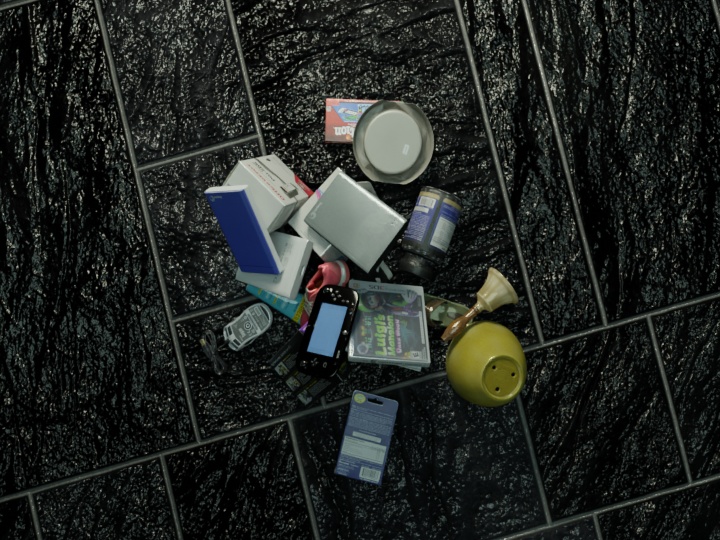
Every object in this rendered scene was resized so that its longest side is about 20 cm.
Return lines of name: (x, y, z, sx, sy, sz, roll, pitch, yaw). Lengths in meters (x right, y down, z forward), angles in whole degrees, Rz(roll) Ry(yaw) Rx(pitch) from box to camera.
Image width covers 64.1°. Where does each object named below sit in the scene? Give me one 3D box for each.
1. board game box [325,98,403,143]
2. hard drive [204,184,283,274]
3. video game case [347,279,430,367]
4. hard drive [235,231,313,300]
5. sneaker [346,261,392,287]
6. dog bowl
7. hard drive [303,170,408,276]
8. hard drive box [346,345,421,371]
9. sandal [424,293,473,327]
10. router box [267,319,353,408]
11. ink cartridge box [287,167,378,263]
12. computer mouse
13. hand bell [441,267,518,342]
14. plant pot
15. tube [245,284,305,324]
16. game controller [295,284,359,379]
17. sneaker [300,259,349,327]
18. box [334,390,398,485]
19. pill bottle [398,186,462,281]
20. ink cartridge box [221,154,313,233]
board game box: (0.009, -0.368, 1.428, 0.192, 0.019, 0.107, 1, 89, -1)
hard drive: (-0.254, -0.086, 1.255, 0.025, 0.129, 0.205, -45, 126, -40)
video game case: (0.060, 0.113, 1.264, 0.175, 0.024, 0.205, 5, 51, -7)
hard drive: (-0.200, -0.020, 1.318, 0.196, 0.026, 0.136, 15, 85, 40)
sneaker: (0.000, 0.000, 1.335, 0.112, 0.201, 0.073, -45, 50, -5)
dog bowl: (0.078, -0.308, 1.390, 0.192, 0.059, 0.208, 0, 101, 0)
hard drive: (-0.011, -0.105, 1.250, 0.198, 0.033, 0.141, 38, 87, 21)
hard drive box: (0.049, 0.164, 1.344, 0.193, 0.156, 0.080, 14, 88, -1)
sandal: (0.182, 0.100, 1.394, 0.193, 0.057, 0.083, 7, 92, -3)
router box: (-0.119, 0.219, 1.327, 0.150, 0.200, 0.051, 48, 48, 2)
ink cartridge box: (-0.047, -0.125, 1.352, 0.125, 0.129, 0.200, 42, 87, 21)
computer mouse: (-0.292, 0.155, 1.399, 0.197, 0.044, 0.111, -34, 84, 4)
hand bell: (0.270, 0.100, 1.369, 0.199, 0.104, 0.105, -41, 89, -3)
plant pot: (0.307, 0.230, 1.338, 0.192, 0.142, 0.208, 0, 94, -4)
tube: (-0.183, 0.073, 1.403, 0.196, 0.050, 0.079, 29, 95, -5)
game controller: (-0.068, 0.128, 1.222, 0.101, 0.042, 0.206, 4, 65, 30)
sneaker: (-0.105, 0.058, 1.328, 0.074, 0.085, 0.204, 46, 118, 35)
box: (0.016, 0.402, 1.397, 0.117, 0.032, 0.207, 14, 90, 0)
pill bottle: (0.163, -0.086, 1.374, 0.109, 0.112, 0.206, 21, 88, 0)
ink cartridge box: (-0.207, -0.181, 1.323, 0.146, 0.200, 0.083, 43, 111, 0)
